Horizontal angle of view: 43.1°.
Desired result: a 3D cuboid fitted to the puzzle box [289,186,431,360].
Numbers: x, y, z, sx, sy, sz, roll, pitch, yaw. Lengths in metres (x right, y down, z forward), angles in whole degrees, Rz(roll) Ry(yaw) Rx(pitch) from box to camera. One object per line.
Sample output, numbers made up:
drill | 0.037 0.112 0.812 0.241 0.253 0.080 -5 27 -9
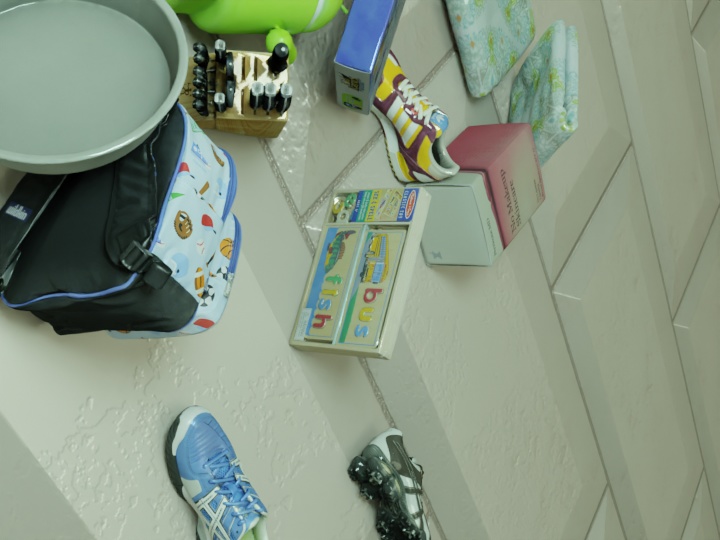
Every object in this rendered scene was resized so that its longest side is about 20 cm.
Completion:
puzzle box | 0.000 0.000 1.044 0.025 0.132 0.202 35 63 -48

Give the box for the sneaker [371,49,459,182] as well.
sneaker | 0.067 -0.205 1.161 0.075 0.089 0.201 -54 131 -37

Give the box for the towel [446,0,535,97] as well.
towel | 0.196 -0.380 1.354 0.200 0.048 0.172 -50 129 -40

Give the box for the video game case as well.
video game case | 0.020 -0.295 1.022 0.181 0.045 0.202 103 5 -86

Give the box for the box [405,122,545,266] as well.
box | 0.168 -0.109 1.288 0.200 0.108 0.129 -46 127 -43

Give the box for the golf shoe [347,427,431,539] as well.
golf shoe | 0.060 0.295 1.186 0.095 0.077 0.201 -49 130 -41

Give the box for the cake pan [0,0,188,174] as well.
cake pan | -0.231 -0.155 0.696 0.037 0.199 0.201 106 10 -60

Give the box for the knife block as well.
knife block | -0.092 -0.171 0.873 0.199 0.174 0.065 -1 94 -54

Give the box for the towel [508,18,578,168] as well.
towel | 0.271 -0.251 1.372 0.048 0.171 0.202 11 64 -11

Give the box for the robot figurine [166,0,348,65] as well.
robot figurine | -0.098 -0.291 0.889 0.199 0.115 0.177 -10 94 -35

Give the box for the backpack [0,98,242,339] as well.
backpack | -0.185 -0.040 0.754 0.154 0.198 0.192 43 50 -53

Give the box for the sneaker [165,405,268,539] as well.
sneaker | -0.133 0.224 0.918 0.076 0.076 0.202 -39 121 -43
